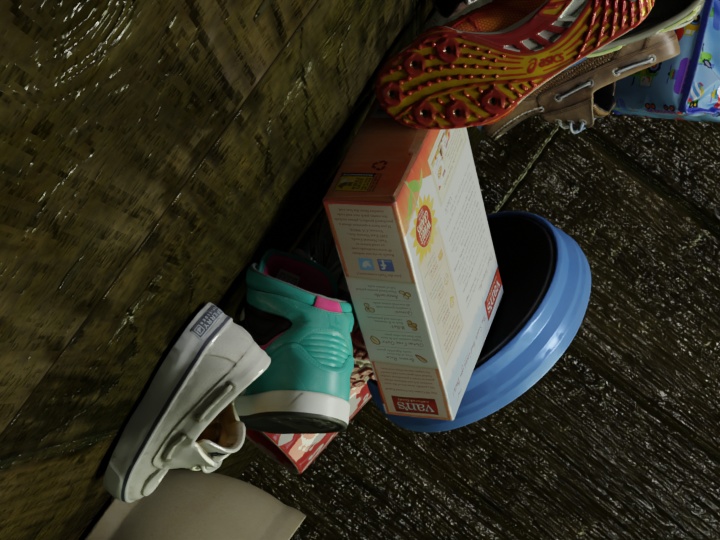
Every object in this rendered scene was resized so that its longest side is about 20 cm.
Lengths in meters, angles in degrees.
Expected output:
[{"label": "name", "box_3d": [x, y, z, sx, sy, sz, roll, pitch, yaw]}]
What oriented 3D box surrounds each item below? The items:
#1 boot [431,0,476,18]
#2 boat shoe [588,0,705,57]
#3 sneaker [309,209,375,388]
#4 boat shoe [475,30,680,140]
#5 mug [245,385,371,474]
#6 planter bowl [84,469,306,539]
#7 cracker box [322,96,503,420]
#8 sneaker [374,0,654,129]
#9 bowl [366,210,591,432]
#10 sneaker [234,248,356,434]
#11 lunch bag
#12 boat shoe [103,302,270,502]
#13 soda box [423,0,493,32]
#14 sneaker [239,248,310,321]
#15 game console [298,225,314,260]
[{"label": "boot", "box_3d": [0.105, -0.226, 1.163, 0.166, 0.072, 0.200, -41, 177, -9]}, {"label": "boat shoe", "box_3d": [0.172, -0.199, 1.383, 0.200, 0.073, 0.060, -14, -179, 1]}, {"label": "sneaker", "box_3d": [0.000, 0.000, 1.337, 0.082, 0.078, 0.201, -2, -124, 39]}, {"label": "boat shoe", "box_3d": [0.177, -0.153, 1.480, 0.200, 0.073, 0.072, -34, -179, 40]}, {"label": "mug", "box_3d": [-0.035, 0.087, 1.701, 0.200, 0.133, 0.178, -50, 174, -14]}, {"label": "planter bowl", "box_3d": [-0.155, 0.241, 1.444, 0.201, 0.134, 0.200, -54, 177, -4]}, {"label": "cracker box", "box_3d": [0.041, -0.014, 1.242, 0.134, 0.057, 0.201, -64, 148, -43]}, {"label": "sneaker", "box_3d": [0.104, -0.148, 1.168, 0.198, 0.074, 0.077, -23, -168, 10]}, {"label": "bowl", "box_3d": [0.083, 0.034, 1.382, 0.200, 0.039, 0.201, -29, -148, 20]}, {"label": "sneaker", "box_3d": [-0.066, 0.048, 1.255, 0.199, 0.083, 0.122, -7, -110, 56]}, {"label": "lunch bag", "box_3d": [0.260, -0.233, 1.523, 0.093, 0.150, 0.202, 4, 95, -40]}, {"label": "boat shoe", "box_3d": [-0.112, 0.104, 1.194, 0.071, 0.070, 0.201, -51, 175, -48]}, {"label": "soda box", "box_3d": [0.124, -0.223, 1.290, 0.200, 0.063, 0.068, -51, 178, -42]}, {"label": "sneaker", "box_3d": [-0.036, 0.050, 1.411, 0.078, 0.091, 0.200, -49, 165, -11]}, {"label": "game console", "box_3d": [-0.017, -0.035, 1.529, 0.201, 0.031, 0.177, -55, 177, 10]}]
